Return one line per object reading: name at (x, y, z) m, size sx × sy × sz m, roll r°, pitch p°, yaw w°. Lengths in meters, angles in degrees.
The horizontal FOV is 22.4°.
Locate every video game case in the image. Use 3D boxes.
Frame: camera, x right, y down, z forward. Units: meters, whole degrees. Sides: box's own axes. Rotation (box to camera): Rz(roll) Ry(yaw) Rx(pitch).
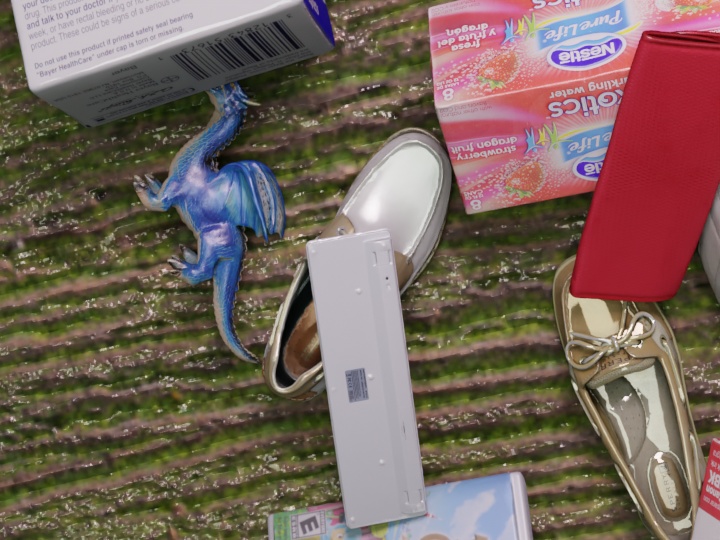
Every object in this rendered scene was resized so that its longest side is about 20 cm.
video game case at (0.031, 0.242, 1.194) m, size 0.180 × 0.022 × 0.202 m, roll -11°, pitch 60°, yaw 10°

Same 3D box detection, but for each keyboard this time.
keyboard at (0.005, 0.073, 1.184) m, size 0.056 × 0.011 × 0.202 m, roll -8°, pitch 107°, yaw 0°

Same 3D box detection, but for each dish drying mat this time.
dish drying mat at (0.182, -0.060, 1.105) m, size 0.076 × 0.018 × 0.201 m, roll 5°, pitch 131°, yaw -7°

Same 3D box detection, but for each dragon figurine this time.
dragon figurine at (-0.085, -0.040, 1.216) m, size 0.099 × 0.059 × 0.202 m, roll -23°, pitch 91°, yaw 11°

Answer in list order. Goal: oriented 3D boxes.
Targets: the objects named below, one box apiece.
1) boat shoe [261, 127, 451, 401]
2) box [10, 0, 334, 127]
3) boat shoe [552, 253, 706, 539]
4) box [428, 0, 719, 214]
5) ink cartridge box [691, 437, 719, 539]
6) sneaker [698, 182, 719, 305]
boat shoe at (0.000, 0.000, 1.202) m, size 0.074 × 0.068 × 0.201 m, roll 28°, pitch 100°, yaw 5°
box at (-0.131, -0.219, 1.157) m, size 0.182 × 0.105 × 0.202 m, roll -16°, pitch 78°, yaw 10°
boat shoe at (0.179, 0.085, 1.185) m, size 0.072 × 0.063 × 0.203 m, roll -17°, pitch 93°, yaw 10°
box at (0.148, -0.117, 1.134) m, size 0.198 × 0.095 × 0.103 m, roll -10°, pitch 138°, yaw 9°
ink cartridge box at (0.281, 0.219, 1.148) m, size 0.143 × 0.084 × 0.202 m, roll 7°, pitch 98°, yaw -21°
sneaker at (0.262, 0.018, 1.167) m, size 0.075 × 0.092 × 0.202 m, roll -19°, pitch 116°, yaw -12°
